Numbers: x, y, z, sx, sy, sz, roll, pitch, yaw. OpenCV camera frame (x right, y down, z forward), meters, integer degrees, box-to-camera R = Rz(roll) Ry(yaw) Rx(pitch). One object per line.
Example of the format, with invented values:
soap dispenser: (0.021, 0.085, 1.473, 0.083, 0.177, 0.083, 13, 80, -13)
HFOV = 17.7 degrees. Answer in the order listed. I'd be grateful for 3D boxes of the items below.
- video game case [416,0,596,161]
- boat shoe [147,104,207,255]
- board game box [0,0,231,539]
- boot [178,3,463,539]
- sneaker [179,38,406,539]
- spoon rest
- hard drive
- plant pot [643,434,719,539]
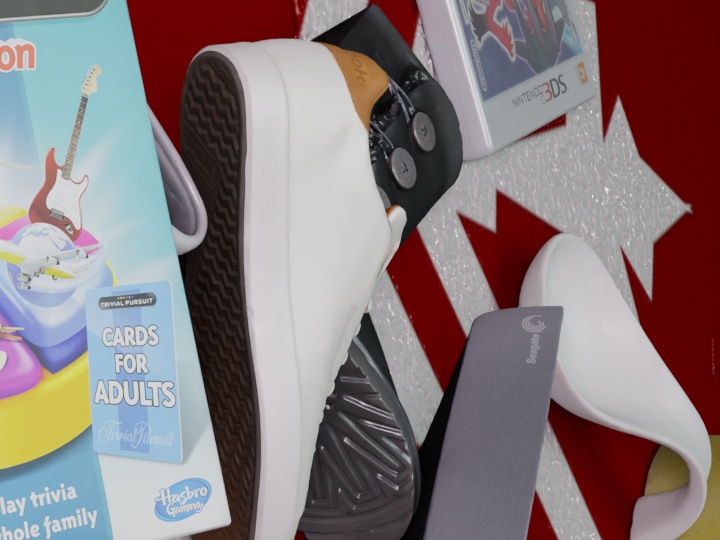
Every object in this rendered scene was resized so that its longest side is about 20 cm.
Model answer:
video game case: (0.067, -0.171, 1.227, 0.182, 0.023, 0.201, -31, 107, -63)
boat shoe: (-0.113, -0.079, 0.760, 0.200, 0.068, 0.072, 66, 25, -23)
board game box: (-0.127, -0.009, 0.659, 0.151, 0.047, 0.201, -10, 88, -39)
boot: (0.000, -0.001, 0.976, 0.200, 0.065, 0.165, -64, 137, -59)
sneaker: (-0.019, 0.017, 0.834, 0.084, 0.073, 0.201, -8, 112, -35)
spoon rest: (0.138, 0.065, 1.223, 0.200, 0.060, 0.099, 60, 30, -34)
hard drive: (0.037, 0.120, 0.938, 0.135, 0.042, 0.200, 110, -4, -49)
plant pot: (0.264, 0.183, 1.334, 0.200, 0.142, 0.201, 37, 46, -53)
